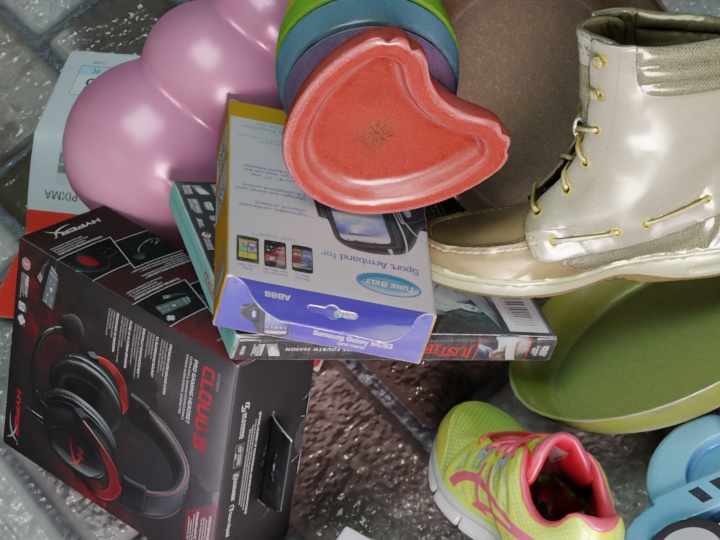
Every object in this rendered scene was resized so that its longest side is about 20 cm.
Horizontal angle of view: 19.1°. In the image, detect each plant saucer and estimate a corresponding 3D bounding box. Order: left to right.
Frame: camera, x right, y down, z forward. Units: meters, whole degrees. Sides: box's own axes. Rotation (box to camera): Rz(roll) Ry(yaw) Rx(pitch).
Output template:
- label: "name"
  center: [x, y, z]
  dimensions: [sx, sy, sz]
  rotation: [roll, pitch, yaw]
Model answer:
- label: "plant saucer"
  center: [0.115, -0.107, 1.331]
  dimensions: [0.201, 0.200, 0.037]
  rotation: [-52, 15, -20]
- label: "plant saucer"
  center: [0.181, 0.033, 1.233]
  dimensions: [0.199, 0.031, 0.200]
  rotation: [-25, 25, 12]

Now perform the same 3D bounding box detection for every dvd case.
- label: "dvd case"
  center: [0.000, 0.000, 1.246]
  dimensions: [0.199, 0.022, 0.146]
  rotation: [0, 38, -24]

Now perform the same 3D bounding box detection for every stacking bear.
- label: "stacking bear"
  center: [0.006, -0.139, 1.234]
  dimensions: [0.113, 0.121, 0.201]
  rotation: [-32, 39, 25]

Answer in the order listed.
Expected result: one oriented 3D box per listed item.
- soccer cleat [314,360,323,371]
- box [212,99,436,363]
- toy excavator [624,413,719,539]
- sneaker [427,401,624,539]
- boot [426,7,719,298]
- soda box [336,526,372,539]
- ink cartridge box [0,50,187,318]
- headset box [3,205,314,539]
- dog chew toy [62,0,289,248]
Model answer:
- label: "soccer cleat"
  center: [-0.034, -0.007, 1.335]
  dimensions: [0.068, 0.085, 0.200]
  rotation: [22, 65, 30]
- label: "box"
  center: [-0.022, -0.018, 1.209]
  dimensions: [0.118, 0.042, 0.201]
  rotation: [11, 37, -10]
- label: "toy excavator"
  center: [0.219, 0.103, 1.187]
  dimensions: [0.194, 0.100, 0.200]
  rotation: [-23, 45, -1]
- label: "sneaker"
  center: [0.099, 0.119, 1.178]
  dimensions: [0.078, 0.091, 0.200]
  rotation: [-1, 28, -22]
- label: "boot"
  center: [0.124, -0.067, 1.207]
  dimensions: [0.199, 0.155, 0.072]
  rotation: [-5, 30, 6]
- label: "soda box"
  center: [0.059, 0.219, 1.167]
  dimensions: [0.199, 0.064, 0.068]
  rotation: [24, 66, 28]
- label: "ink cartridge box"
  center: [-0.151, -0.054, 1.426]
  dimensions: [0.159, 0.047, 0.201]
  rotation: [7, 57, 20]
- label: "headset box"
  center: [-0.113, 0.073, 1.258]
  dimensions: [0.199, 0.149, 0.075]
  rotation: [29, 34, 30]
- label: "dog chew toy"
  center: [-0.094, -0.111, 1.334]
  dimensions: [0.200, 0.124, 0.125]
  rotation: [-50, 54, 9]
